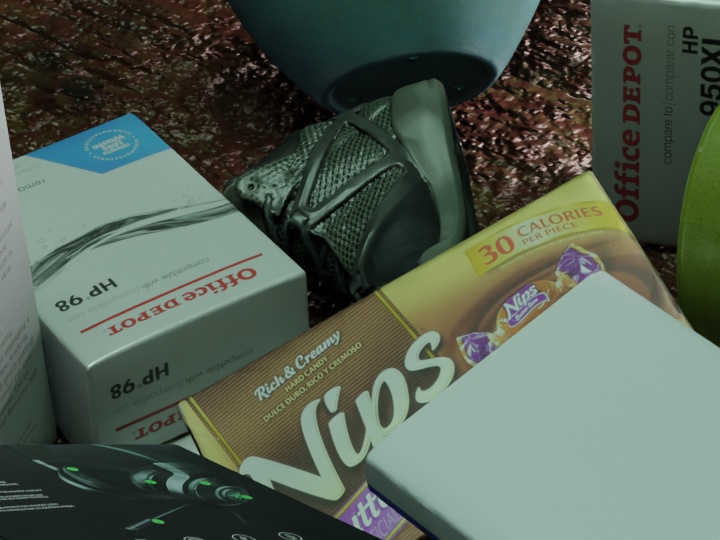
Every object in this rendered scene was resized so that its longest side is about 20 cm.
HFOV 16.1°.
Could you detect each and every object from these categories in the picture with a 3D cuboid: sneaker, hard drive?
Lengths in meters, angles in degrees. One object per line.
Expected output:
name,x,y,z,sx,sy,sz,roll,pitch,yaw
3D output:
sneaker,0.000,0.000,1.170,0.113,0.076,0.200,-16,46,7
hard drive,0.117,0.090,0.917,0.132,0.025,0.200,-36,53,-27

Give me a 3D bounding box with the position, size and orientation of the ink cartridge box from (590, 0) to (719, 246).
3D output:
ink cartridge box,0.210,-0.082,1.195,0.199,0.145,0.084,7,40,15

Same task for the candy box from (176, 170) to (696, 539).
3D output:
candy box,0.038,0.060,1.033,0.199,0.057,0.117,-28,55,0

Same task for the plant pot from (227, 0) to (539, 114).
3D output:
plant pot,0.016,-0.156,1.296,0.199,0.200,0.136,-8,74,-5

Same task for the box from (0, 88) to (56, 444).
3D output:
box,-0.226,0.015,1.061,0.151,0.201,0.107,9,40,18

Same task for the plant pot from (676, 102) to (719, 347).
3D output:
plant pot,0.243,-0.006,1.074,0.192,0.201,0.201,9,39,29

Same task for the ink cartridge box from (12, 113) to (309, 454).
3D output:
ink cartridge box,-0.100,0.017,1.157,0.115,0.067,0.200,-24,42,-25

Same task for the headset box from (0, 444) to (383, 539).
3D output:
headset box,-0.084,0.129,0.909,0.199,0.093,0.173,20,11,41
